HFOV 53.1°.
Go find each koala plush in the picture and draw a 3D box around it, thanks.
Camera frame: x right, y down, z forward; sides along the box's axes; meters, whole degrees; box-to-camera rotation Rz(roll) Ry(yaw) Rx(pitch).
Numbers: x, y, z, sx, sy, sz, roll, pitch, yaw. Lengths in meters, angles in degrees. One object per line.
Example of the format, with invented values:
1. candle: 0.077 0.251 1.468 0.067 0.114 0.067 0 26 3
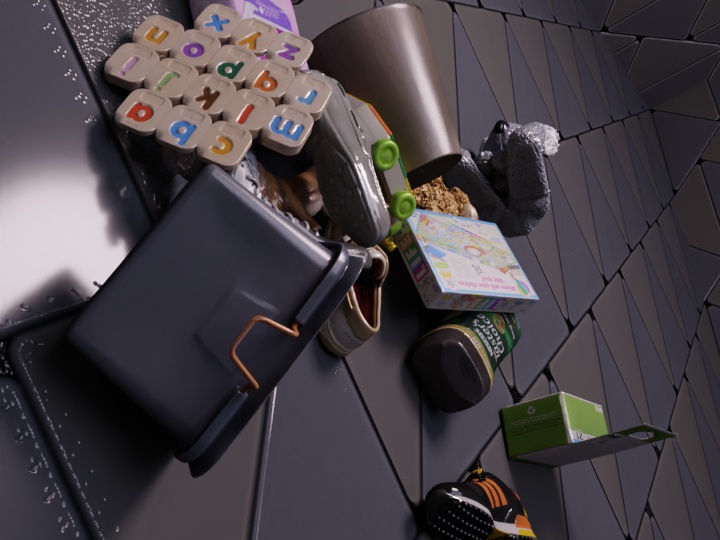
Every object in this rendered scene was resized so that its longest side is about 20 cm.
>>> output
1. koala plush: 0.249 -0.178 1.220 0.185 0.175 0.201 61 31 -28

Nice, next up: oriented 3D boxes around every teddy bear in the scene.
1. teddy bear: 0.109 -0.082 1.034 0.199 0.066 0.147 28 50 -42

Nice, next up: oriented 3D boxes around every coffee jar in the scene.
1. coffee jar: 0.143 0.099 0.949 0.105 0.085 0.200 60 33 -6

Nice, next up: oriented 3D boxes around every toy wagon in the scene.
1. toy wagon: 0.012 -0.112 0.854 0.155 0.039 0.202 41 -20 50

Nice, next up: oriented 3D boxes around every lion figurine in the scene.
1. lion figurine: -0.062 -0.080 0.767 0.123 0.073 0.199 50 32 18

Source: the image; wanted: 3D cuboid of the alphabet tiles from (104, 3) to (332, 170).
1. alphabet tiles: -0.132 -0.177 0.681 0.197 0.015 0.197 22 54 2

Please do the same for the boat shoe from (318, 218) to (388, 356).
1. boat shoe: 0.000 0.000 0.823 0.073 0.069 0.203 34 44 -38

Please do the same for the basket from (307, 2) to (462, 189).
1. basket: 0.039 -0.211 0.926 0.178 0.136 0.203 -21 81 -16

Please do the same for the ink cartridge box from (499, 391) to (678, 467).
1. ink cartridge box: 0.324 0.218 1.026 0.147 0.198 0.077 23 51 -46

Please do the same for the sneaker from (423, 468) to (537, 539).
1. sneaker: 0.133 0.273 0.852 0.199 0.070 0.091 36 28 -38

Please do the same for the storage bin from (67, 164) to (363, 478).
1. storage bin: -0.114 0.026 0.534 0.134 0.145 0.201 40 81 -17

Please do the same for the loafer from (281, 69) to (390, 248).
1. loafer: -0.014 -0.117 0.724 0.069 0.070 0.203 -11 71 -37

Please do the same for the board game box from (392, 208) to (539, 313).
1. board game box: 0.136 -0.011 0.948 0.198 0.034 0.136 6 49 -42

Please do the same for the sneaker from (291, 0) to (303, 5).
1. sneaker: -0.147 -0.365 0.856 0.198 0.073 0.081 20 56 -38

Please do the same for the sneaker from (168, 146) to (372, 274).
1. sneaker: -0.080 -0.055 0.663 0.197 0.075 0.118 6 76 -22

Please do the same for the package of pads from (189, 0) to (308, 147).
1. package of pads: -0.119 -0.242 0.804 0.120 0.075 0.203 5 66 -51
